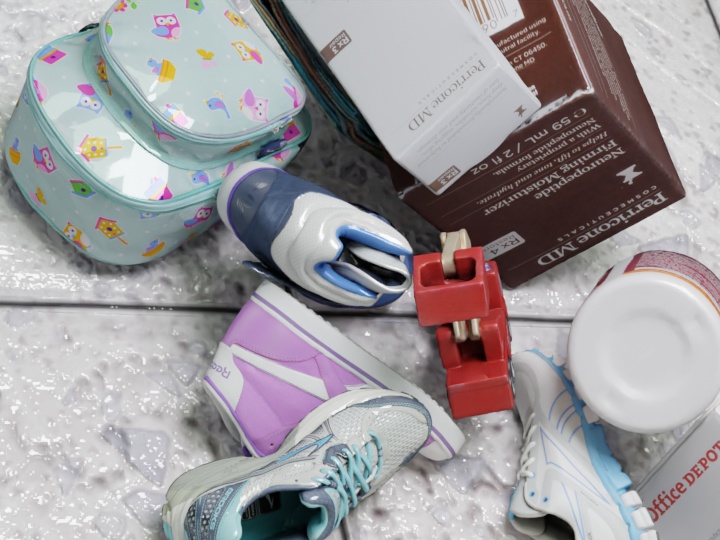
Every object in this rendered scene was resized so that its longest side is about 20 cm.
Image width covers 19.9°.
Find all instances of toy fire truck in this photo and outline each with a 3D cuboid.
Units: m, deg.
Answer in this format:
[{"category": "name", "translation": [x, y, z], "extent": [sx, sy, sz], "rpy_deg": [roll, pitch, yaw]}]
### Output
[{"category": "toy fire truck", "translation": [0.074, 0.025, 1.454], "extent": [0.048, 0.142, 0.200], "rpy_deg": [-10, 24, 7]}]

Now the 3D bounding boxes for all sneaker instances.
[{"category": "sneaker", "translation": [0.138, 0.144, 1.481], "extent": [0.086, 0.075, 0.201], "rpy_deg": [-16, 56, -16]}, {"category": "sneaker", "translation": [-0.027, 0.147, 1.361], "extent": [0.199, 0.078, 0.086], "rpy_deg": [-27, 24, -23]}, {"category": "sneaker", "translation": [-0.025, 0.103, 1.441], "extent": [0.200, 0.073, 0.115], "rpy_deg": [35, 86, -24]}, {"category": "sneaker", "translation": [0.000, 0.000, 1.443], "extent": [0.200, 0.081, 0.146], "rpy_deg": [31, 2, -44]}]

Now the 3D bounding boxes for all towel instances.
[{"category": "towel", "translation": [-0.013, -0.141, 1.571], "extent": [0.147, 0.022, 0.200], "rpy_deg": [57, 10, 19]}]

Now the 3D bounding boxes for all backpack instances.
[{"category": "backpack", "translation": [-0.150, -0.109, 1.479], "extent": [0.200, 0.153, 0.176], "rpy_deg": [-34, 80, -33]}]

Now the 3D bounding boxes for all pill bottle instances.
[{"category": "pill bottle", "translation": [0.218, 0.046, 1.511], "extent": [0.114, 0.114, 0.200], "rpy_deg": [38, 14, 5]}]

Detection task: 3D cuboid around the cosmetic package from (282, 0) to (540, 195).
[{"category": "cosmetic package", "translation": [0.029, -0.162, 1.452], "extent": [0.074, 0.102, 0.200], "rpy_deg": [35, 16, -53]}]

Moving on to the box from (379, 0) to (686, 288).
[{"category": "box", "translation": [0.117, -0.120, 1.550], "extent": [0.200, 0.165, 0.165], "rpy_deg": [36, 30, -54]}]

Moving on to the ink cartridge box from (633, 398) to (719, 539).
[{"category": "ink cartridge box", "translation": [0.310, 0.187, 1.476], "extent": [0.200, 0.147, 0.086], "rpy_deg": [46, 50, 12]}]
